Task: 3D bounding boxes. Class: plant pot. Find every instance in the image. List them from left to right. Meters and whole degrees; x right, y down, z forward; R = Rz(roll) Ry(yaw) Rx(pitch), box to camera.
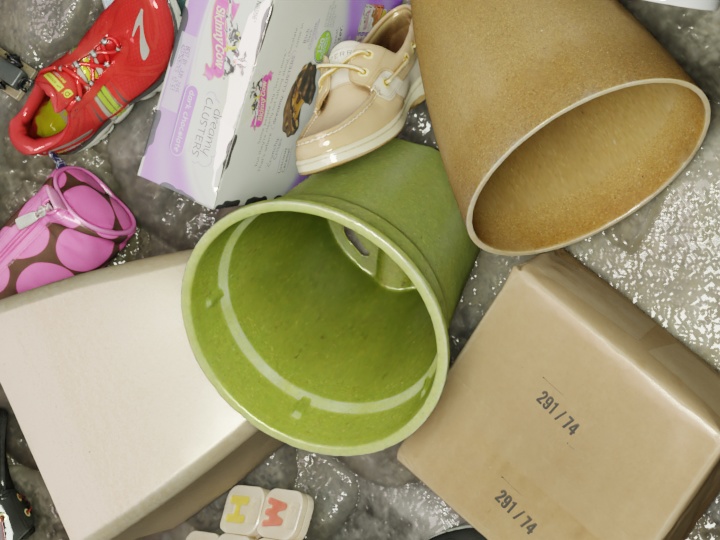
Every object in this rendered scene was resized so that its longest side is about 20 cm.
[{"bbox_3d":[-0.145,0.079,1.701,0.177,0.200,0.201,-28,82,15],"label":"plant pot"},{"bbox_3d":[0.000,0.000,1.595,0.200,0.184,0.201,12,122,19],"label":"plant pot"},{"bbox_3d":[0.118,-0.145,1.558,0.186,0.186,0.200,-40,59,24],"label":"plant pot"}]

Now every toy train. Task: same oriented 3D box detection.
[{"bbox_3d":[-0.343,-0.195,1.847,0.200,0.046,0.034,33,85,24],"label":"toy train"}]

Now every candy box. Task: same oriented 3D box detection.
[{"bbox_3d":[-0.062,-0.139,1.622,0.071,0.200,0.168,24,105,23],"label":"candy box"}]

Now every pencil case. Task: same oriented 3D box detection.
[{"bbox_3d":[-0.276,0.001,1.806,0.200,0.094,0.091,-46,75,24],"label":"pencil case"}]

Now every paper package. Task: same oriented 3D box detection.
[{"bbox_3d":[0.155,0.120,1.591,0.200,0.103,0.191,39,112,18],"label":"paper package"}]

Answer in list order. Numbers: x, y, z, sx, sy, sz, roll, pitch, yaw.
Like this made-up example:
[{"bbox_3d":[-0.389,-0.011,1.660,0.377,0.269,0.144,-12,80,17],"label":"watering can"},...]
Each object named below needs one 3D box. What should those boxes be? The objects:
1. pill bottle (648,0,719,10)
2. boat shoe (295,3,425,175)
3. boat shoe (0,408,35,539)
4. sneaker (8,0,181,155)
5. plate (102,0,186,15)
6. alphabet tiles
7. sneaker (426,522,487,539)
[{"bbox_3d":[0.224,-0.282,1.510,0.112,0.112,0.201,15,102,25],"label":"pill bottle"},{"bbox_3d":[0.000,-0.132,1.587,0.073,0.200,0.069,-14,110,31],"label":"boat shoe"},{"bbox_3d":[-0.304,0.212,1.862,0.063,0.074,0.202,0,84,-9],"label":"boat shoe"},{"bbox_3d":[-0.209,-0.151,1.743,0.077,0.085,0.200,53,128,13],"label":"sneaker"},{"bbox_3d":[-0.126,-0.241,1.730,0.200,0.026,0.201,9,106,35],"label":"plate"},{"bbox_3d":[-0.094,0.265,1.718,0.195,0.015,0.201,0,70,51],"label":"alphabet tiles"},{"bbox_3d":[0.027,0.253,1.679,0.200,0.088,0.076,-29,81,25],"label":"sneaker"}]
